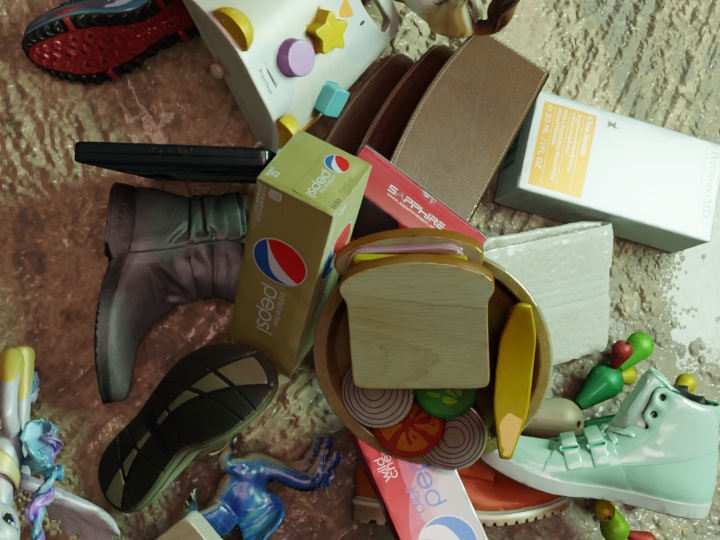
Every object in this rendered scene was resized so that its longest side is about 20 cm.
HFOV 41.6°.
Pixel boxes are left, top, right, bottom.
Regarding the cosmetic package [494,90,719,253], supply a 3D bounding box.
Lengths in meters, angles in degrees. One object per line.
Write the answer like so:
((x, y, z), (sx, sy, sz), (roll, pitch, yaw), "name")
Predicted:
((0.242, -0.093, 0.923), (0.200, 0.071, 0.102), (14, 80, -9), "cosmetic package")

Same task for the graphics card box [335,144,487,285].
((0.000, 0.000, 0.803), (0.125, 0.200, 0.051), (37, 49, -5), "graphics card box")

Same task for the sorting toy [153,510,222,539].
((-0.134, 0.316, 0.767), (0.200, 0.070, 0.199), (-40, 89, 15), "sorting toy")

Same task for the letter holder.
((0.055, -0.124, 0.851), (0.142, 0.101, 0.200), (33, 62, -4), "letter holder")

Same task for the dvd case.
((-0.127, -0.085, 0.772), (0.143, 0.200, 0.018), (2, 92, 4), "dvd case")

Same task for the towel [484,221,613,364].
((0.151, 0.032, 0.869), (0.200, 0.034, 0.133), (-11, 109, -28), "towel")

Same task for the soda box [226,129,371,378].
((-0.052, -0.006, 0.740), (0.064, 0.200, 0.068), (26, 48, 8), "soda box")

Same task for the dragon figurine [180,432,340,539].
((-0.101, 0.212, 0.824), (0.099, 0.059, 0.200), (38, 76, -4), "dragon figurine")

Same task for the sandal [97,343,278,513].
((-0.145, 0.130, 0.804), (0.201, 0.057, 0.080), (-40, 65, 22), "sandal")

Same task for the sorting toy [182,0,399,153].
((-0.047, -0.215, 0.827), (0.180, 0.107, 0.200), (-42, 127, -20), "sorting toy")

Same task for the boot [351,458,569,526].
((0.094, 0.178, 0.862), (0.200, 0.075, 0.107), (5, 77, -9), "boot")

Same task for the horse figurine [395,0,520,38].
((0.065, -0.261, 0.839), (0.200, 0.133, 0.050), (38, 68, 26), "horse figurine")

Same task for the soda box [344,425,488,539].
((0.055, 0.198, 0.790), (0.070, 0.063, 0.200), (-23, 77, -7), "soda box")

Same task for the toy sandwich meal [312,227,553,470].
((0.052, 0.067, 0.711), (0.205, 0.070, 0.205), (3, 110, 8), "toy sandwich meal")

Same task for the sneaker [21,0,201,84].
((-0.211, -0.240, 0.866), (0.200, 0.079, 0.096), (-20, 51, -1), "sneaker")

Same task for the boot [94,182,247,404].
((-0.163, 0.021, 0.836), (0.132, 0.070, 0.200), (6, 86, -15), "boot")

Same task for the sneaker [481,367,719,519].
((0.206, 0.133, 0.812), (0.200, 0.074, 0.118), (10, 96, 3), "sneaker")

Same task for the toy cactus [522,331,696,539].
((0.224, 0.152, 0.885), (0.165, 0.102, 0.200), (10, 89, 0), "toy cactus")

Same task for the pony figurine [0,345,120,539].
((-0.284, 0.162, 0.748), (0.166, 0.193, 0.200), (-8, 65, -15), "pony figurine")
